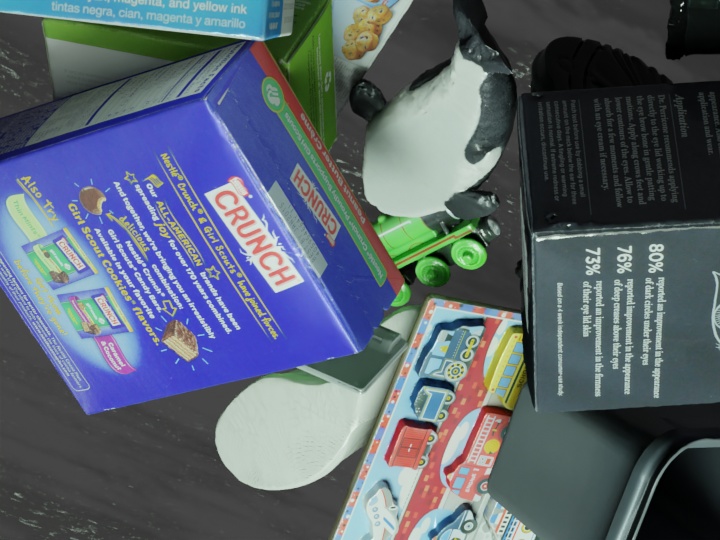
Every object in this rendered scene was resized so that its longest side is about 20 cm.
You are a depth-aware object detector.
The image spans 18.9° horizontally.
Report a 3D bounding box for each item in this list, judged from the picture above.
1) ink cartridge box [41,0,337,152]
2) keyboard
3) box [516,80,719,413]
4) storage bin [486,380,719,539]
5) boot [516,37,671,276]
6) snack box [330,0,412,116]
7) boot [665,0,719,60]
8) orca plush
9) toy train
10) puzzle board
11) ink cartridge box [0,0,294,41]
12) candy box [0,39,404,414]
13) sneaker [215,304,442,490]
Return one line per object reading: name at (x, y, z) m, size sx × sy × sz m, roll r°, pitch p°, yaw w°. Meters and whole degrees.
ink cartridge box at (-0.092, -0.069, 1.241) m, size 0.147 × 0.076 × 0.201 m, roll 12°, pitch 132°, yaw 17°
keyboard at (-0.069, 0.023, 1.325) m, size 0.199 × 0.056 × 0.011 m, roll 22°, pitch 138°, yaw 23°
box at (0.184, -0.013, 1.139) m, size 0.198 × 0.105 × 0.149 m, roll -3°, pitch 138°, yaw 2°
storage bin at (0.182, 0.119, 1.307) m, size 0.199 × 0.134 × 0.147 m, roll 3°, pitch 112°, yaw -46°
boot at (0.149, -0.035, 1.262) m, size 0.197 × 0.074 × 0.163 m, roll 26°, pitch 137°, yaw -18°
snack box at (-0.010, -0.156, 1.206) m, size 0.071 × 0.024 × 0.200 m, roll 25°, pitch 134°, yaw -12°
boot at (0.243, -0.126, 1.155) m, size 0.161 × 0.074 × 0.200 m, roll 3°, pitch 129°, yaw 4°
orca plush at (0.054, -0.102, 1.227) m, size 0.105 × 0.071 × 0.201 m, roll 32°, pitch 150°, yaw 16°
toy train at (0.000, 0.000, 1.356) m, size 0.199 × 0.042 × 0.056 m, roll -28°, pitch 114°, yaw 33°
puzzle board at (0.075, 0.114, 1.361) m, size 0.149 × 0.017 × 0.201 m, roll 10°, pitch 116°, yaw -24°
ink cartridge box at (-0.097, -0.216, 1.011) m, size 0.143 × 0.147 × 0.202 m, roll 6°, pitch 97°, yaw 3°
candy box at (-0.104, -0.021, 1.181) m, size 0.199 × 0.077 × 0.170 m, roll -12°, pitch 119°, yaw 34°
sneaker at (-0.002, 0.082, 1.410) m, size 0.199 × 0.088 × 0.076 m, roll -29°, pitch 83°, yaw 28°
